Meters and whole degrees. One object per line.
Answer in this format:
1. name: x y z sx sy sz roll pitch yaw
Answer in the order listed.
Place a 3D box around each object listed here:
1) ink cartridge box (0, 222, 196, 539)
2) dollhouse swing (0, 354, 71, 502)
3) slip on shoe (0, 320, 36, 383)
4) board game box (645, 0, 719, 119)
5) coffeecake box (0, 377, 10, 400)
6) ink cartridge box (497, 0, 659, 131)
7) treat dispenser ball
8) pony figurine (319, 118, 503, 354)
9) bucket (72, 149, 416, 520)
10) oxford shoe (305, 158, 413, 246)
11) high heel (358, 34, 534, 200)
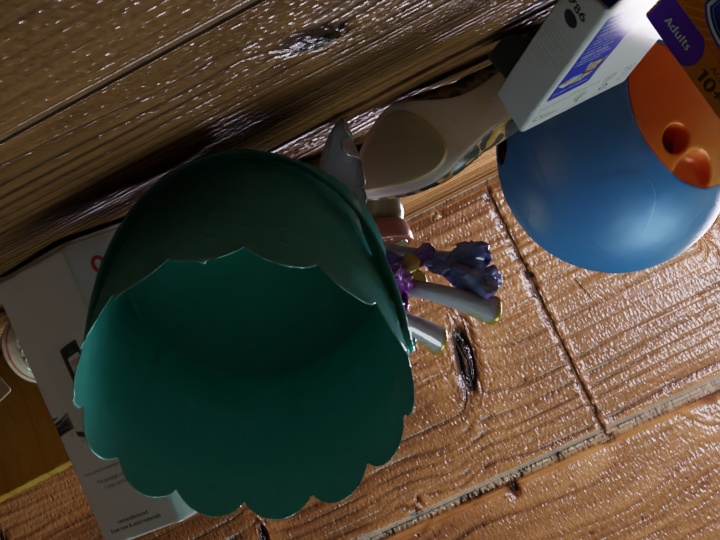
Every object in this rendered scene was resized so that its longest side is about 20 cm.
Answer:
1. ink cartridge box: -0.146 0.069 1.194 0.084 0.201 0.146 -24 180 37
2. dollhouse swing: -0.318 0.147 1.812 0.199 0.183 0.176 -27 158 21
3. slip on shoe: -0.269 0.063 1.453 0.061 0.075 0.200 -23 -176 8
4. board game box: 0.341 -0.155 1.022 0.199 0.201 0.200 -24 166 -41
5. coffeecake box: -0.374 0.135 1.292 0.154 0.073 0.200 -47 -169 -34
6. ink cartridge box: 0.165 -0.165 1.111 0.099 0.039 0.200 -26 169 -23
7. treat dispenser ball: 0.213 -0.099 1.425 0.200 0.202 0.201 -26 178 -1
8. pony figurine: 0.000 0.000 1.242 0.198 0.168 0.193 13 161 -19
9. bucket: -0.069 0.035 1.039 0.206 0.208 0.135 -26 -149 15
10. oxford shoe: -0.049 -0.050 1.354 0.199 0.074 0.071 3 158 -41
11. high heel: 0.088 -0.112 1.289 0.200 0.072 0.142 -37 166 30
